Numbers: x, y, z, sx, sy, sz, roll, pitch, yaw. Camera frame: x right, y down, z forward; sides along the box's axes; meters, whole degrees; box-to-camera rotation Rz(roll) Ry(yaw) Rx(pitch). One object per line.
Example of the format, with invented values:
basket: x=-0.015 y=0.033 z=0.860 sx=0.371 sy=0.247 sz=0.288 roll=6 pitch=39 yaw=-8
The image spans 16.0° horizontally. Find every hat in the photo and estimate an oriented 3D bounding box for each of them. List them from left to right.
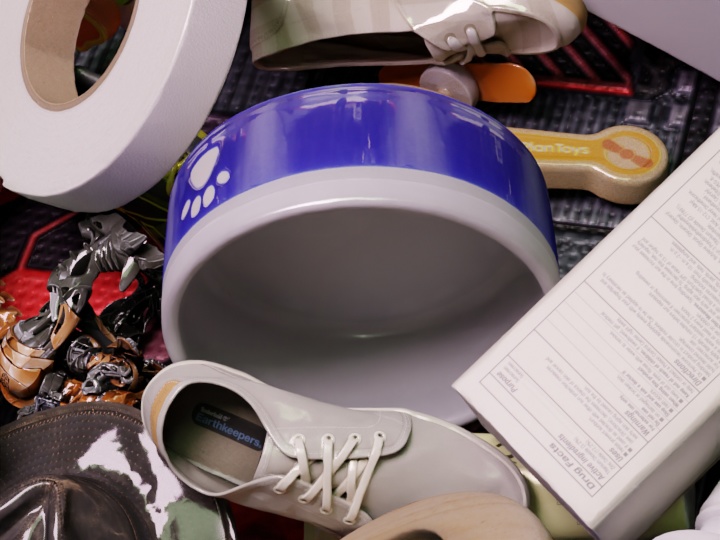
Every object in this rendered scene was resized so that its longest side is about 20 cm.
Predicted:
hat: x=-0.163 y=0.151 z=1.259 sx=0.200 sy=0.081 sz=0.201 roll=-5 pitch=70 yaw=15

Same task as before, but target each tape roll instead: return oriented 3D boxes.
tape roll: x=-0.135 y=-0.130 z=1.358 sx=0.203 sy=0.037 sz=0.203 roll=-22 pitch=60 yaw=43

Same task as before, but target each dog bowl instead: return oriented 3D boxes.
dog bowl: x=0.000 y=0.000 z=1.287 sx=0.199 sy=0.200 sz=0.079 roll=-8 pitch=51 yaw=7

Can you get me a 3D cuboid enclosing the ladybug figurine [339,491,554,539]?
ladybug figurine: x=0.028 y=0.177 z=1.196 sx=0.200 sy=0.072 sz=0.136 roll=-26 pitch=40 yaw=38

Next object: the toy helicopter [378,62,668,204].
toy helicopter: x=0.070 y=-0.069 z=1.417 sx=0.199 sy=0.079 sz=0.133 roll=4 pitch=46 yaw=2

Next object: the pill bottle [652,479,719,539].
pill bottle: x=0.154 y=0.190 z=1.171 sx=0.111 sy=0.111 sz=0.200 roll=23 pitch=62 yaw=26

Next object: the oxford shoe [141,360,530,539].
oxford shoe: x=-0.015 y=0.096 z=1.251 sx=0.199 sy=0.058 sz=0.075 roll=18 pitch=98 yaw=3

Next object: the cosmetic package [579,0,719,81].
cosmetic package: x=0.213 y=-0.239 z=1.400 sx=0.166 sy=0.167 sz=0.200 roll=27 pitch=55 yaw=-17

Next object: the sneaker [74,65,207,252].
sneaker: x=-0.107 y=-0.049 z=1.407 sx=0.200 sy=0.085 sz=0.075 roll=27 pitch=79 yaw=36

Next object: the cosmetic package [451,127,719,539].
cosmetic package: x=0.154 y=0.029 z=1.227 sx=0.200 sy=0.073 sz=0.104 roll=-43 pitch=66 yaw=-1

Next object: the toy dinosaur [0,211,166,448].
toy dinosaur: x=-0.151 y=0.040 z=1.364 sx=0.200 sy=0.102 sz=0.136 roll=41 pitch=87 yaw=10

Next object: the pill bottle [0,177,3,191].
pill bottle: x=-0.287 y=-0.020 z=1.418 sx=0.110 sy=0.111 sz=0.200 roll=21 pitch=62 yaw=25

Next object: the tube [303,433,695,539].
tube: x=0.067 y=0.112 z=1.287 sx=0.199 sy=0.052 sz=0.058 roll=-2 pitch=36 yaw=14

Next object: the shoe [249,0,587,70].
shoe: x=0.029 y=-0.133 z=1.419 sx=0.199 sy=0.070 sz=0.054 roll=4 pitch=68 yaw=24

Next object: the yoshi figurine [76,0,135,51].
yoshi figurine: x=-0.084 y=-0.192 z=1.508 sx=0.112 sy=0.113 sz=0.200 roll=27 pitch=62 yaw=19
